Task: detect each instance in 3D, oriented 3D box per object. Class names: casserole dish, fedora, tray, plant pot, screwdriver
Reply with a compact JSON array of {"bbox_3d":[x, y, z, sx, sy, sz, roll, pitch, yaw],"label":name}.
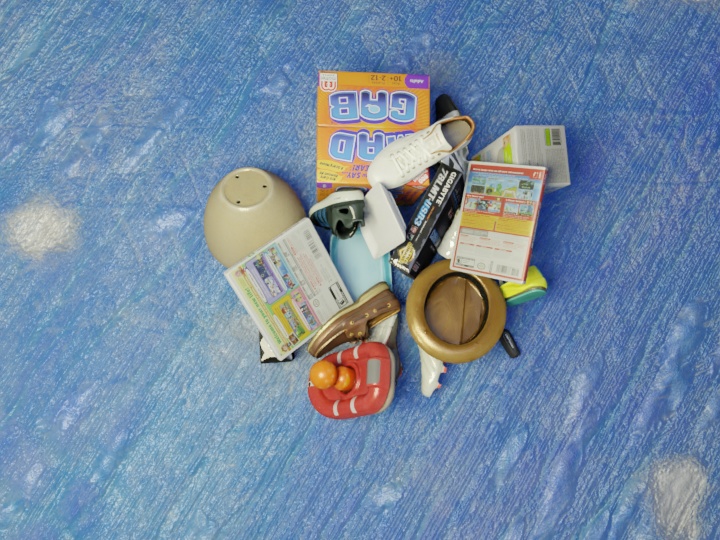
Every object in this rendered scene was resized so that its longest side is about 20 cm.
[{"bbox_3d":[0.000,0.000,1.122,0.121,0.039,0.201,-4,86,-5],"label":"casserole dish"},{"bbox_3d":[0.175,0.081,1.051,0.200,0.082,0.201,1,70,-3],"label":"fedora"},{"bbox_3d":[0.036,-0.086,0.995,0.022,0.200,0.108,-25,88,-15],"label":"tray"},{"bbox_3d":[-0.202,-0.113,1.035,0.199,0.135,0.201,0,61,-1],"label":"plant pot"},{"bbox_3d":[0.274,0.087,1.142,0.029,0.028,0.201,-26,85,23],"label":"screwdriver"}]

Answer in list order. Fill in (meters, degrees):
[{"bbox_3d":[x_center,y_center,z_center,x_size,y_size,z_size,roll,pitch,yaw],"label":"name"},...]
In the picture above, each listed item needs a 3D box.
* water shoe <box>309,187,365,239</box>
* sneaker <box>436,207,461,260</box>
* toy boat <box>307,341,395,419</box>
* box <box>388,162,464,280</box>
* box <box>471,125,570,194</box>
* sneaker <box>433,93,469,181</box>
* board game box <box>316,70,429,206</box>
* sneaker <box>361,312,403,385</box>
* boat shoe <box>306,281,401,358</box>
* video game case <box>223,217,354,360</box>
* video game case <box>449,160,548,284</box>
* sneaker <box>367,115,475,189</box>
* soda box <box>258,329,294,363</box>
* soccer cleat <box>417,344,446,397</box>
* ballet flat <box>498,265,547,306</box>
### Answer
[{"bbox_3d":[-0.048,-0.093,1.045,0.071,0.200,0.079,-6,83,-19],"label":"water shoe"},{"bbox_3d":[0.260,-0.062,1.093,0.199,0.074,0.116,12,113,-24],"label":"sneaker"},{"bbox_3d":[-0.037,0.198,1.018,0.130,0.200,0.131,21,60,-33],"label":"toy boat"},{"bbox_3d":[0.131,-0.080,1.047,0.050,0.200,0.199,28,89,14],"label":"box"},{"bbox_3d":[0.302,-0.195,1.078,0.101,0.200,0.113,-3,86,-12],"label":"box"},{"bbox_3d":[0.169,-0.262,1.141,0.088,0.074,0.201,-12,85,-7],"label":"sneaker"},{"bbox_3d":[0.016,-0.241,1.063,0.199,0.200,0.201,1,86,-4],"label":"board game box"},{"bbox_3d":[0.047,0.177,1.106,0.082,0.077,0.201,20,82,-30],"label":"sneaker"},{"bbox_3d":[-0.010,0.103,1.050,0.200,0.072,0.068,-37,72,-10],"label":"boat shoe"},{"bbox_3d":[-0.124,0.035,1.019,0.182,0.022,0.200,-37,116,-20],"label":"video game case"},{"bbox_3d":[0.240,-0.087,0.982,0.143,0.017,0.201,13,97,36],"label":"video game case"},{"bbox_3d":[0.099,-0.203,0.923,0.200,0.085,0.073,-31,90,-1],"label":"sneaker"},{"bbox_3d":[-0.166,0.077,1.086,0.063,0.071,0.201,-4,85,-3],"label":"soda box"},{"bbox_3d":[0.138,0.148,1.108,0.077,0.069,0.201,13,77,2],"label":"soccer cleat"},{"bbox_3d":[0.272,0.049,1.094,0.067,0.200,0.067,16,54,-43],"label":"ballet flat"}]
